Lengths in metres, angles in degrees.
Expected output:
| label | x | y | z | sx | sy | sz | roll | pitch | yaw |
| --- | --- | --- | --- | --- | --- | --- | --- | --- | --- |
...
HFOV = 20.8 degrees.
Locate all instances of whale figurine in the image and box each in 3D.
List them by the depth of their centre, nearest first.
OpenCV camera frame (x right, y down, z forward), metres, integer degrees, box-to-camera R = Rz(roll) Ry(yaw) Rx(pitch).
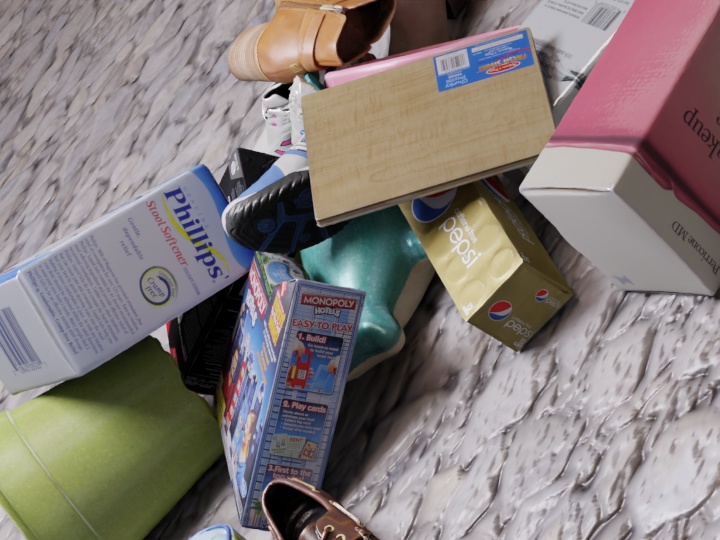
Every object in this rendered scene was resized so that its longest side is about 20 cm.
| label | x | y | z | sx | sy | sz | roll | pitch | yaw |
| --- | --- | --- | --- | --- | --- | --- | --- | --- | --- |
| whale figurine | 0.000 | 0.000 | 1.661 | 0.159 | 0.104 | 0.200 | -31 | 30 | 30 |

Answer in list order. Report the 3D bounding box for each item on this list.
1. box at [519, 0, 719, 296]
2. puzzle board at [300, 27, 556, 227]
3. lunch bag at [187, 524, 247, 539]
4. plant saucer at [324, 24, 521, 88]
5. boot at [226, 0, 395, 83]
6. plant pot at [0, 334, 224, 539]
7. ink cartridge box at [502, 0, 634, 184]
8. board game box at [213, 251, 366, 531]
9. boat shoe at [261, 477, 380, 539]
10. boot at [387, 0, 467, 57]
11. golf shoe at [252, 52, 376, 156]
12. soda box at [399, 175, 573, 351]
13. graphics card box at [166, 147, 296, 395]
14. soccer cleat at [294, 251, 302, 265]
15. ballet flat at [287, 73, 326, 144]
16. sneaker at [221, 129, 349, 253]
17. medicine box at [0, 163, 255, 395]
| label | x | y | z | sx | sy | sz | roll | pitch | yaw |
| --- | --- | --- | --- | --- | --- | --- | --- | --- | --- |
| box | 0.230 | -0.098 | 1.420 | 0.109 | 0.128 | 0.200 | 4 | 57 | 57 |
| puzzle board | 0.054 | -0.114 | 1.567 | 0.199 | 0.017 | 0.151 | -16 | 45 | 8 |
| lunch bag | -0.144 | 0.304 | 1.497 | 0.200 | 0.082 | 0.161 | -40 | 27 | 16 |
| plant saucer | 0.069 | -0.177 | 1.765 | 0.199 | 0.051 | 0.201 | -13 | 6 | 1 |
| boot | -0.024 | -0.252 | 1.838 | 0.154 | 0.074 | 0.201 | -1 | 53 | 47 |
| plant pot | -0.220 | 0.160 | 1.723 | 0.190 | 0.200 | 0.200 | -37 | 25 | -8 |
| ink cartridge box | 0.181 | -0.160 | 1.627 | 0.200 | 0.083 | 0.147 | -48 | 27 | -1 |
| board game box | -0.058 | 0.074 | 1.594 | 0.200 | 0.061 | 0.201 | -110 | 35 | -60 |
| boat shoe | -0.022 | 0.213 | 1.451 | 0.070 | 0.070 | 0.200 | -49 | 28 | -5 |
| boot | 0.042 | -0.271 | 1.908 | 0.070 | 0.146 | 0.201 | -3 | 48 | 32 |
| golf shoe | -0.068 | -0.159 | 1.958 | 0.200 | 0.092 | 0.073 | -48 | 41 | 38 |
| soda box | 0.091 | -0.029 | 1.558 | 0.068 | 0.064 | 0.200 | -47 | 39 | 16 |
| graphics card box | -0.121 | 0.002 | 1.799 | 0.126 | 0.051 | 0.200 | -105 | 34 | -48 |
| soccer cleat | -0.067 | -0.026 | 1.849 | 0.064 | 0.084 | 0.200 | -11 | 16 | -21 |
| ballet flat | -0.028 | -0.129 | 1.831 | 0.071 | 0.200 | 0.072 | -2 | 83 | 18 |
| sneaker | -0.031 | -0.083 | 1.637 | 0.199 | 0.076 | 0.077 | -30 | 47 | -15 |
| medicine box | -0.219 | 0.010 | 1.696 | 0.200 | 0.103 | 0.182 | -33 | 7 | -28 |
